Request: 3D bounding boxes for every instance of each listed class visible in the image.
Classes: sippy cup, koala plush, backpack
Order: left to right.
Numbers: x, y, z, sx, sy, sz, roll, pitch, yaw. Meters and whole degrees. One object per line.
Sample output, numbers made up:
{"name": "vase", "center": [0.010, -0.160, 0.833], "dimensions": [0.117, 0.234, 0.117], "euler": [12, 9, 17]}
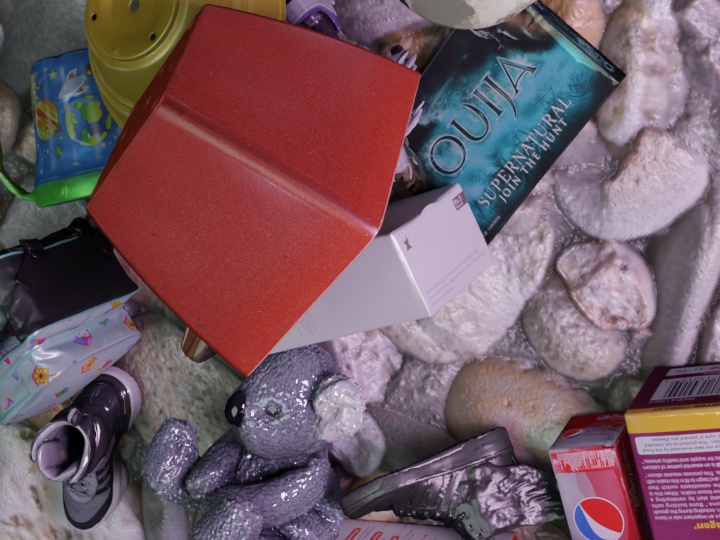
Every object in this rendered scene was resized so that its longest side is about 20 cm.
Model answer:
{"name": "backpack", "center": [-0.325, 0.060, 1.469], "dimensions": [0.199, 0.175, 0.154], "euler": [-25, 93, 36]}
{"name": "sippy cup", "center": [-0.242, -0.134, 1.382], "dimensions": [0.139, 0.176, 0.132], "euler": [-7, 97, 57]}
{"name": "koala plush", "center": [-0.074, 0.149, 1.393], "dimensions": [0.177, 0.182, 0.202], "euler": [42, 117, 49]}

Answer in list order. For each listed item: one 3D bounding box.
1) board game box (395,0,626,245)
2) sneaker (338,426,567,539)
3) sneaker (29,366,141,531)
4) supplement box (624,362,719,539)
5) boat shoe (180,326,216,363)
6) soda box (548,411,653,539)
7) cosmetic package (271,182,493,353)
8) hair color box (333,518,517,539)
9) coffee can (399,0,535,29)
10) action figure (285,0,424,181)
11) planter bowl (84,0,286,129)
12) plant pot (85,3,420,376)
{"name": "board game box", "center": [0.108, -0.129, 1.261], "dimensions": [0.135, 0.028, 0.201], "euler": [41, 122, 6]}
{"name": "sneaker", "center": [0.089, 0.211, 1.354], "dimensions": [0.198, 0.060, 0.105], "euler": [-23, 84, -2]}
{"name": "sneaker", "center": [-0.290, 0.198, 1.541], "dimensions": [0.075, 0.114, 0.202], "euler": [26, 119, 15]}
{"name": "supplement box", "center": [0.308, 0.183, 1.240], "dimensions": [0.130, 0.103, 0.202], "euler": [-7, 106, 29]}
{"name": "boat shoe", "center": [-0.122, -0.011, 1.404], "dimensions": [0.074, 0.076, 0.201], "euler": [34, 113, 17]}
{"name": "soda box", "center": [0.225, 0.228, 1.319], "dimensions": [0.063, 0.070, 0.202], "euler": [-8, 107, 30]}
{"name": "cosmetic package", "center": [0.000, 0.000, 1.298], "dimensions": [0.199, 0.113, 0.082], "euler": [-12, 107, 43]}
{"name": "hair color box", "center": [0.041, 0.287, 1.418], "dimensions": [0.198, 0.101, 0.062], "euler": [1, 111, 27]}
{"name": "coffee can", "center": [0.108, -0.269, 1.104], "dimensions": [0.145, 0.200, 0.148], "euler": [10, 113, 23]}
{"name": "action figure", "center": [-0.014, -0.159, 1.275], "dimensions": [0.130, 0.069, 0.201], "euler": [-39, 84, 31]}
{"name": "planter bowl", "center": [-0.166, -0.208, 1.253], "dimensions": [0.198, 0.083, 0.203], "euler": [-5, 79, 27]}
{"name": "plant pot", "center": [-0.091, -0.081, 1.159], "dimensions": [0.175, 0.201, 0.200], "euler": [32, 131, -14]}
